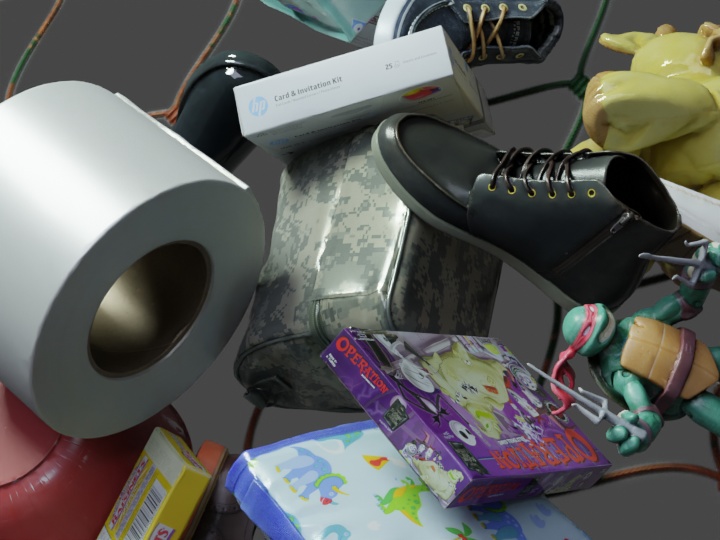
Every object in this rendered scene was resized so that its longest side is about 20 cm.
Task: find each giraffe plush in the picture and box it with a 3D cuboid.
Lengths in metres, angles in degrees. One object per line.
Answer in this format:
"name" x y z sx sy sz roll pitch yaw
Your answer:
"giraffe plush" 0.225 -0.109 1.080 0.200 0.172 0.162 -44 20 24

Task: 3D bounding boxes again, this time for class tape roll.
"tape roll" -0.182 -0.008 1.022 0.139 0.203 0.203 35 73 28

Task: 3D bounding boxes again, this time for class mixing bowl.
"mixing bowl" -0.232 0.138 1.102 0.200 0.108 0.201 -11 52 14

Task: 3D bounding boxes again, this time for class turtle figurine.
"turtle figurine" 0.201 0.056 0.958 0.200 0.101 0.150 23 79 -9

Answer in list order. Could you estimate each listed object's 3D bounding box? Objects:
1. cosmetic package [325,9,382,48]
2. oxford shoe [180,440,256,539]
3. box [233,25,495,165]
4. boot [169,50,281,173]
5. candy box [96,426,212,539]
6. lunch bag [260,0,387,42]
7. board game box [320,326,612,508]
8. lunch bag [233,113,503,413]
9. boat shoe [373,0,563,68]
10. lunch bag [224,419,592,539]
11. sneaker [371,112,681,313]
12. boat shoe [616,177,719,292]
"cosmetic package" 0.049 -0.282 1.318 0.102 0.074 0.200 26 70 35
"oxford shoe" -0.106 0.218 1.020 0.072 0.071 0.200 19 76 0
"box" 0.009 -0.118 1.136 0.156 0.200 0.041 -15 81 12
"boot" -0.127 -0.052 1.171 0.200 0.076 0.168 -43 33 47
"candy box" -0.163 0.207 1.004 0.200 0.026 0.102 -63 18 -1
"lunch bag" -0.022 -0.289 1.230 0.170 0.122 0.200 -45 30 -7
"board game box" 0.070 0.087 0.926 0.032 0.200 0.120 -46 66 20
"lunch bag" 0.000 0.000 1.089 0.167 0.139 0.200 -9 52 31
"boat shoe" 0.088 -0.189 1.184 0.091 0.071 0.200 11 23 25
"lunch bag" 0.033 0.175 0.904 0.170 0.200 0.128 42 108 38
"sneaker" 0.108 -0.061 0.980 0.200 0.106 0.075 33 50 1
"boat shoe" 0.265 -0.018 1.002 0.200 0.071 0.069 29 76 1
